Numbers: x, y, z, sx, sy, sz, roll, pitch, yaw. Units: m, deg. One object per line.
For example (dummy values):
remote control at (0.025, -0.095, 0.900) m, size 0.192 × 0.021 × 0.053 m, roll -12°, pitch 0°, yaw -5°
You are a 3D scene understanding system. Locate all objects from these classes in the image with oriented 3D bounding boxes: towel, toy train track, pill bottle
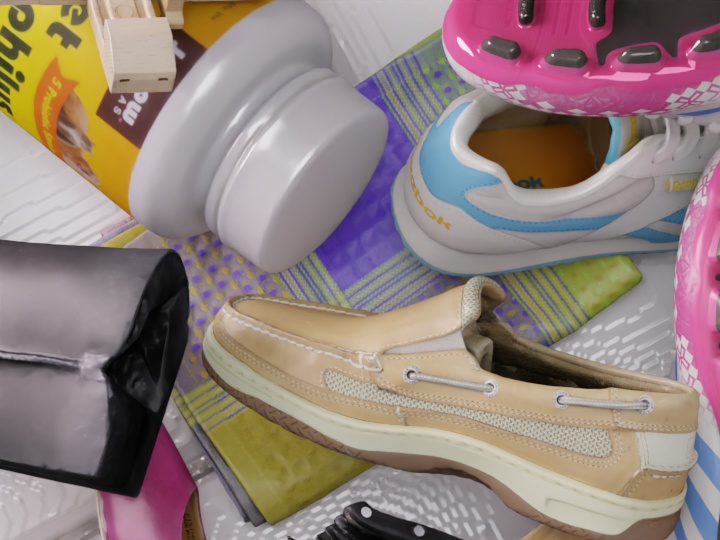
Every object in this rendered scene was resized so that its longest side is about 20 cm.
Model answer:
towel at (0.000, 0.000, 0.974) m, size 0.199 × 0.023 × 0.144 m, roll -31°, pitch 80°, yaw -3°
toy train track at (-0.101, -0.149, 0.887) m, size 0.114 × 0.033 × 0.201 m, roll -4°, pitch 50°, yaw -20°
pill bottle at (-0.088, -0.088, 0.935) m, size 0.200 × 0.109 × 0.109 m, roll 38°, pitch 84°, yaw 17°

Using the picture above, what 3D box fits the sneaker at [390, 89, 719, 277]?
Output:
sneaker at (0.114, -0.050, 0.936) m, size 0.199 × 0.081 × 0.077 m, roll -17°, pitch 73°, yaw -19°

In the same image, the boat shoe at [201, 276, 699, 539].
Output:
boat shoe at (0.036, 0.036, 0.903) m, size 0.199 × 0.072 × 0.077 m, roll 17°, pitch 114°, yaw 13°

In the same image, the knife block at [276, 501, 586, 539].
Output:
knife block at (0.045, 0.172, 0.887) m, size 0.175 × 0.064 × 0.200 m, roll -32°, pitch 80°, yaw -31°

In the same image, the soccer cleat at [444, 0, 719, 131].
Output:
soccer cleat at (0.132, -0.074, 0.864) m, size 0.199 × 0.087 × 0.070 m, roll -3°, pitch 53°, yaw 8°

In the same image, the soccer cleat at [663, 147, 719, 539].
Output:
soccer cleat at (0.140, 0.047, 0.924) m, size 0.070 × 0.086 × 0.201 m, roll 2°, pitch 87°, yaw -27°

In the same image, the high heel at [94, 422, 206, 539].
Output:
high heel at (-0.042, 0.132, 0.926) m, size 0.095 × 0.067 × 0.201 m, roll -15°, pitch 85°, yaw 9°

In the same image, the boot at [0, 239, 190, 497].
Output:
boot at (-0.158, -0.008, 0.922) m, size 0.199 × 0.066 × 0.166 m, roll 8°, pitch 92°, yaw 31°
